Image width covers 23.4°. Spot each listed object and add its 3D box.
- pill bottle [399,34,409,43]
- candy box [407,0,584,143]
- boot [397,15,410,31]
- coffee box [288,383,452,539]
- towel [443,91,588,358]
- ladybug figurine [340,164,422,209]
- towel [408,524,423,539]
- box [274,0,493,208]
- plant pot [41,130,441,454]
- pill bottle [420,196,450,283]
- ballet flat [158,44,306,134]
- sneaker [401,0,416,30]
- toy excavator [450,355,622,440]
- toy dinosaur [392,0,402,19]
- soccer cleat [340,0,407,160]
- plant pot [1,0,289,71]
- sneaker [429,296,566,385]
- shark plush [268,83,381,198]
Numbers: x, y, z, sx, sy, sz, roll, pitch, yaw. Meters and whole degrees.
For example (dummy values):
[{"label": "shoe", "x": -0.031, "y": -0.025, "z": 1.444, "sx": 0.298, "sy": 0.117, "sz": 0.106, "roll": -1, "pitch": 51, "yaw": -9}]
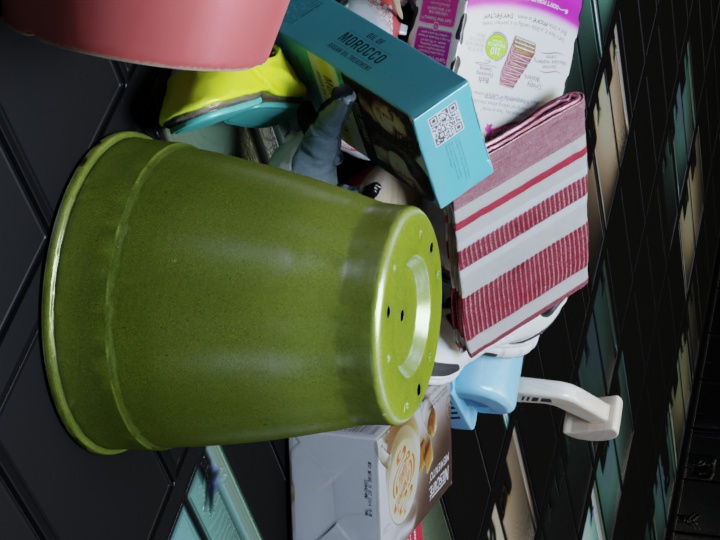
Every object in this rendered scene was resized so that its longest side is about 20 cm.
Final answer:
[{"label": "pill bottle", "x": 0.071, "y": -0.154, "z": 1.518, "sx": 0.200, "sy": 0.112, "sz": 0.112, "roll": -24, "pitch": 116, "yaw": -69}, {"label": "candy box", "x": 0.106, "y": -0.188, "z": 1.380, "sx": 0.136, "sy": 0.061, "sz": 0.200, "roll": 4, "pitch": 100, "yaw": -43}, {"label": "boot", "x": 0.058, "y": -0.293, "z": 1.526, "sx": 0.198, "sy": 0.073, "sz": 0.163, "roll": -27, "pitch": 113, "yaw": -71}, {"label": "coffee box", "x": 0.012, "y": 0.158, "z": 1.457, "sx": 0.200, "sy": 0.080, "sz": 0.114, "roll": -34, "pitch": 126, "yaw": -67}, {"label": "towel", "x": 0.128, "y": -0.036, "z": 1.413, "sx": 0.144, "sy": 0.023, "sz": 0.200, "roll": -30, "pitch": 135, "yaw": -23}, {"label": "ladybug figurine", "x": 0.000, "y": 0.000, "z": 1.401, "sx": 0.136, "sy": 0.072, "sz": 0.200, "roll": 64, "pitch": 35, "yaw": -57}, {"label": "towel", "x": 0.016, "y": 0.262, "z": 1.585, "sx": 0.200, "sy": 0.022, "sz": 0.145, "roll": -59, "pitch": 149, "yaw": -50}, {"label": "box", "x": 0.005, "y": -0.125, "z": 1.205, "sx": 0.049, "sy": 0.200, "sz": 0.082, "roll": -35, "pitch": 134, "yaw": -17}, {"label": "plant pot", "x": -0.058, "y": 0.019, "z": 1.047, "sx": 0.200, "sy": 0.193, "sz": 0.200, "roll": 4, "pitch": 90, "yaw": -71}, {"label": "pill bottle", "x": 0.096, "y": -0.043, "z": 1.552, "sx": 0.200, "sy": 0.111, "sz": 0.111, "roll": 162, "pitch": -67, "yaw": -84}, {"label": "ballet flat", "x": -0.090, "y": -0.127, "z": 1.146, "sx": 0.200, "sy": 0.067, "sz": 0.067, "roll": -20, "pitch": 92, "yaw": -73}, {"label": "sneaker", "x": 0.047, "y": -0.289, "z": 1.401, "sx": 0.070, "sy": 0.082, "sz": 0.200, "roll": -131, "pitch": -162, "yaw": -68}, {"label": "toy excavator", "x": 0.133, "y": 0.106, "z": 1.616, "sx": 0.194, "sy": 0.200, "sz": 0.100, "roll": 59, "pitch": 40, "yaw": -59}, {"label": "toy dinosaur", "x": -0.004, "y": -0.282, "z": 1.292, "sx": 0.101, "sy": 0.058, "sz": 0.200, "roll": -25, "pitch": 99, "yaw": -47}, {"label": "soccer cleat", "x": -0.009, "y": -0.170, "z": 1.354, "sx": 0.069, "sy": 0.085, "sz": 0.200, "roll": 121, "pitch": -28, "yaw": -49}, {"label": "plant pot", "x": -0.104, "y": -0.204, "z": 0.898, "sx": 0.200, "sy": 0.200, "sz": 0.177, "roll": -29, "pitch": 132, "yaw": -68}, {"label": "sneaker", "x": 0.100, "y": 0.041, "z": 1.504, "sx": 0.200, "sy": 0.074, "sz": 0.080, "roll": -17, "pitch": 156, "yaw": -46}, {"label": "shark plush", "x": -0.023, "y": -0.066, "z": 1.233, "sx": 0.091, "sy": 0.083, "sz": 0.200, "roll": -69, "pitch": 176, "yaw": -50}]
